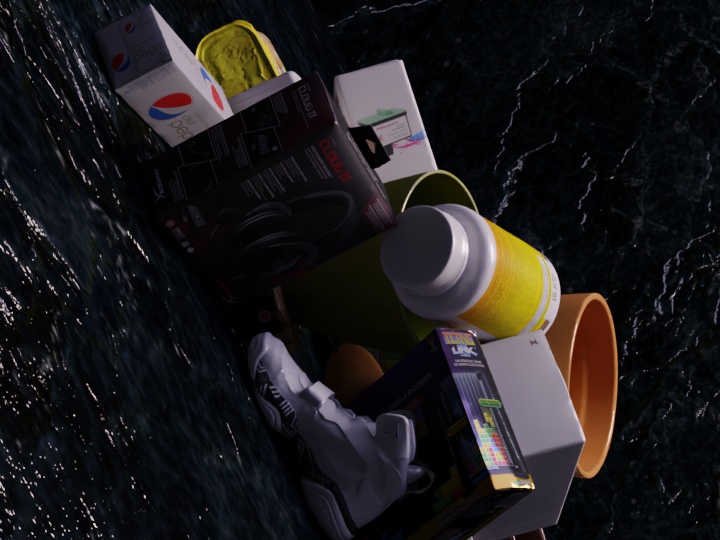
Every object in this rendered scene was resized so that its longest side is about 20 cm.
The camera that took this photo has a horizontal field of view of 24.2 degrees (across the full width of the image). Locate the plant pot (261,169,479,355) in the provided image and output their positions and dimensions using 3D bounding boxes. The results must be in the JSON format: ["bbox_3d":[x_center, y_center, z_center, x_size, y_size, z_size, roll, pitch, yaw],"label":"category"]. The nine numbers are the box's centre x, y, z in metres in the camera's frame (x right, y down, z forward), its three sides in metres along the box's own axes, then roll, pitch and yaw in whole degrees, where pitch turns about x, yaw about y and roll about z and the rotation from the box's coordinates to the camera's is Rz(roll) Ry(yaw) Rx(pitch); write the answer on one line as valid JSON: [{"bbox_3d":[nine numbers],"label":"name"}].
[{"bbox_3d":[0.000,0.000,1.709,0.187,0.199,0.189,8,80,-57],"label":"plant pot"}]

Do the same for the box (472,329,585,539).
[{"bbox_3d":[0.142,0.168,1.644,0.200,0.097,0.125,94,-20,-58],"label":"box"}]

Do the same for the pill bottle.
[{"bbox_3d":[0.101,0.004,1.581,0.200,0.109,0.110,26,35,-54],"label":"pill bottle"}]

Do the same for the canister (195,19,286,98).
[{"bbox_3d":[-0.137,-0.235,2.111,0.149,0.086,0.200,63,5,-5],"label":"canister"}]

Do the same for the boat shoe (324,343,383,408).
[{"bbox_3d":[0.008,0.177,1.752,0.070,0.070,0.201,116,-41,-78],"label":"boat shoe"}]

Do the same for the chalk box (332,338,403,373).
[{"bbox_3d":[0.054,0.092,1.953,0.124,0.199,0.126,-59,141,-51],"label":"chalk box"}]

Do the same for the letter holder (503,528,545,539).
[{"bbox_3d":[0.120,0.275,1.910,0.201,0.141,0.101,67,7,23],"label":"letter holder"}]

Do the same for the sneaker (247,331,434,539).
[{"bbox_3d":[-0.017,0.132,1.503,0.201,0.114,0.075,64,6,4],"label":"sneaker"}]

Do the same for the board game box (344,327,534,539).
[{"bbox_3d":[0.056,0.175,1.554,0.056,0.200,0.166,4,54,-40],"label":"board game box"}]

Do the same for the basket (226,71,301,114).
[{"bbox_3d":[-0.087,-0.110,1.808,0.200,0.135,0.124,40,27,-75],"label":"basket"}]

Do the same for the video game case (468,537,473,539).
[{"bbox_3d":[0.065,0.217,1.749,0.143,0.017,0.201,118,-42,-63],"label":"video game case"}]

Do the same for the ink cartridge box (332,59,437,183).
[{"bbox_3d":[0.032,-0.112,1.888,0.145,0.083,0.201,97,-22,-68],"label":"ink cartridge box"}]

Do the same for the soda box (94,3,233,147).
[{"bbox_3d":[-0.181,-0.174,1.618,0.068,0.063,0.200,66,6,23],"label":"soda box"}]

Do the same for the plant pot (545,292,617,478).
[{"bbox_3d":[0.191,0.124,1.845,0.200,0.139,0.202,1,90,-67],"label":"plant pot"}]

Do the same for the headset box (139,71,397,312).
[{"bbox_3d":[-0.071,-0.072,1.491,0.149,0.199,0.078,58,9,-47],"label":"headset box"}]

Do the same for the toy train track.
[{"bbox_3d":[-0.073,0.090,1.617,0.115,0.032,0.201,67,6,-65],"label":"toy train track"}]
